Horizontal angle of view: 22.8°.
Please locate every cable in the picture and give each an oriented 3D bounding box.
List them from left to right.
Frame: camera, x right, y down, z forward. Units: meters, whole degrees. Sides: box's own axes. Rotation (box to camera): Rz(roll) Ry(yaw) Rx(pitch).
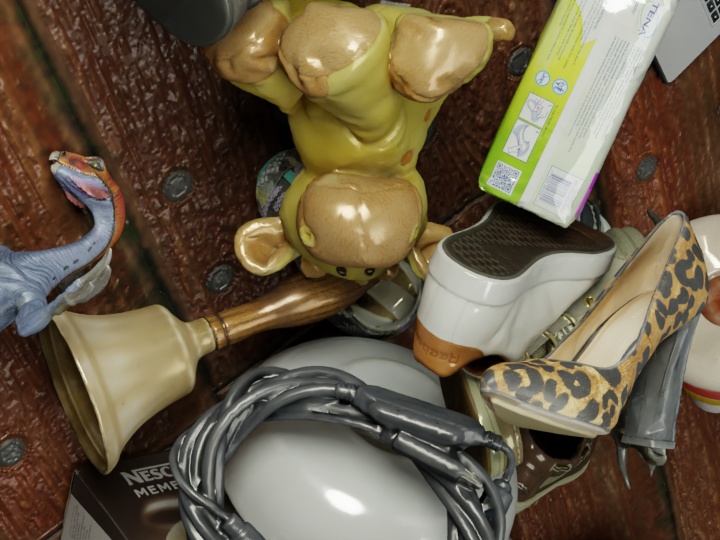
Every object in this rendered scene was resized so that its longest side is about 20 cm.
[{"bbox_3d":[-0.017,0.142,1.028,0.051,0.199,0.164,-15,121,-88],"label":"cable"}]

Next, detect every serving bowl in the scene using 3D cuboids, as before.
[{"bbox_3d":[0.013,0.109,1.126,0.199,0.200,0.066,-10,138,-36],"label":"serving bowl"}]

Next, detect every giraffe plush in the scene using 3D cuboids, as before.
[{"bbox_3d":[-0.006,-0.068,1.003,0.200,0.172,0.163,-22,120,-69],"label":"giraffe plush"}]

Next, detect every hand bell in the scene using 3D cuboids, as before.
[{"bbox_3d":[-0.079,0.033,1.052,0.199,0.104,0.105,-22,132,-19],"label":"hand bell"}]

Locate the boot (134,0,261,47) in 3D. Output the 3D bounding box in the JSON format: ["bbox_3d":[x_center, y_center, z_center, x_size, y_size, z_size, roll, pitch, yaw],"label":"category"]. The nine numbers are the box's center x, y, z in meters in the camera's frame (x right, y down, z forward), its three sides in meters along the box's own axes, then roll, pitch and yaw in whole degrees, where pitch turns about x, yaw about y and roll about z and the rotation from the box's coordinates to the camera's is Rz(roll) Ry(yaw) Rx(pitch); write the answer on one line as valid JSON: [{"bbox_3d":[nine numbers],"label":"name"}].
[{"bbox_3d":[-0.077,-0.216,0.905,0.200,0.069,0.174,53,46,-9],"label":"boot"}]

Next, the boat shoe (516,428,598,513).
[{"bbox_3d":[0.144,0.115,1.292,0.075,0.075,0.202,-46,176,28],"label":"boat shoe"}]

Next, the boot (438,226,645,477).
[{"bbox_3d":[0.125,0.043,1.119,0.154,0.201,0.072,-3,129,-4],"label":"boot"}]

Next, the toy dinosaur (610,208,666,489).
[{"bbox_3d":[0.177,0.039,1.248,0.077,0.201,0.103,9,141,-10],"label":"toy dinosaur"}]

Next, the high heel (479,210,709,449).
[{"bbox_3d":[0.133,0.024,1.023,0.200,0.071,0.143,13,84,-51],"label":"high heel"}]

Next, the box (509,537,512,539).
[{"bbox_3d":[-0.013,0.212,1.257,0.200,0.106,0.152,-48,139,-3],"label":"box"}]

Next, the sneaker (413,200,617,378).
[{"bbox_3d":[0.084,0.013,1.052,0.200,0.073,0.085,-17,132,-57],"label":"sneaker"}]

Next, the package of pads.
[{"bbox_3d":[0.134,-0.115,1.092,0.200,0.068,0.155,-51,166,-80],"label":"package of pads"}]

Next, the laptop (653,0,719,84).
[{"bbox_3d":[0.279,-0.226,1.184,0.200,0.116,0.187,-44,138,-6],"label":"laptop"}]

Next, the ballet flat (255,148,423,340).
[{"bbox_3d":[0.000,0.000,1.142,0.072,0.072,0.200,-46,139,-5],"label":"ballet flat"}]

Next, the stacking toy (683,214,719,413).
[{"bbox_3d":[0.289,0.059,1.417,0.146,0.146,0.200,-40,154,-10],"label":"stacking toy"}]

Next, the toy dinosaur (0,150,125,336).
[{"bbox_3d":[-0.216,0.005,0.982,0.181,0.105,0.200,-25,172,-43],"label":"toy dinosaur"}]

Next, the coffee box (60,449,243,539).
[{"bbox_3d":[-0.092,0.203,1.111,0.113,0.200,0.080,-9,128,-37],"label":"coffee box"}]

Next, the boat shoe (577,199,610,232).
[{"bbox_3d":[0.099,0.030,1.251,0.060,0.075,0.201,39,79,-49],"label":"boat shoe"}]
